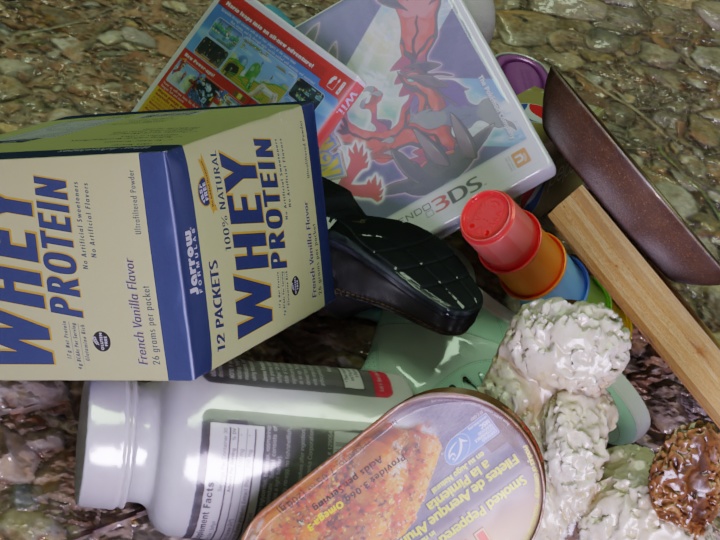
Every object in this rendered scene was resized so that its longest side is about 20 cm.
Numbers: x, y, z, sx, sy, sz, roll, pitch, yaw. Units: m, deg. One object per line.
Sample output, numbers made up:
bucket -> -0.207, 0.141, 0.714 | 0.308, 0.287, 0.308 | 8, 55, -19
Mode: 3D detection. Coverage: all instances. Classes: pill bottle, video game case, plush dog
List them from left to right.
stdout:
video game case -> -0.105, -0.091, 1.413 | 0.143, 0.201, 0.017 | 38, 2, 29
pill bottle -> -0.071, 0.110, 1.202 | 0.198, 0.111, 0.111 | 6, 37, -11
video game case -> 0.016, -0.107, 1.398 | 0.181, 0.023, 0.201 | -29, 64, 5
plush dog -> 0.136, 0.141, 1.182 | 0.171, 0.201, 0.161 | 28, 54, 19

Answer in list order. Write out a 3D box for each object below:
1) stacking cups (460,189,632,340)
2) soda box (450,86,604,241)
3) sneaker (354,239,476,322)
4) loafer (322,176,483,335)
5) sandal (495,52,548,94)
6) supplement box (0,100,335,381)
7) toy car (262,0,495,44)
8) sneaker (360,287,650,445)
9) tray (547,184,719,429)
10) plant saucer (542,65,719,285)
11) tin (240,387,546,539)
stacking cups -> 0.127, 0.001, 1.347 | 0.060, 0.200, 0.061 | -13, 57, 22
soda box -> 0.115, -0.080, 1.481 | 0.064, 0.068, 0.200 | 20, 24, 22
sneaker -> -0.017, -0.013, 1.413 | 0.198, 0.074, 0.082 | 21, 33, 11
loafer -> 0.000, 0.000, 1.317 | 0.072, 0.073, 0.199 | -9, 33, -44
sandal -> 0.146, -0.126, 1.635 | 0.082, 0.050, 0.203 | -2, 41, -18
supplement box -> -0.149, -0.021, 1.229 | 0.198, 0.136, 0.200 | -2, 12, 25
toy car -> 0.032, -0.177, 1.504 | 0.184, 0.201, 0.176 | 44, 18, 30
sneaker -> 0.092, 0.091, 1.330 | 0.199, 0.074, 0.119 | 30, 59, 1
tray -> 0.210, 0.032, 1.365 | 0.200, 0.037, 0.099 | 51, 9, 11
plant saucer -> 0.188, -0.059, 1.404 | 0.201, 0.037, 0.201 | 48, 8, -9
tin -> 0.018, 0.150, 1.127 | 0.112, 0.199, 0.042 | 53, 12, 5
